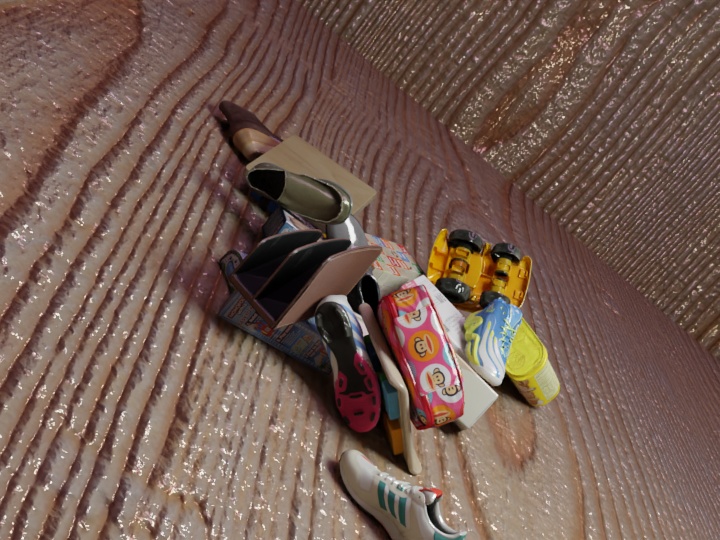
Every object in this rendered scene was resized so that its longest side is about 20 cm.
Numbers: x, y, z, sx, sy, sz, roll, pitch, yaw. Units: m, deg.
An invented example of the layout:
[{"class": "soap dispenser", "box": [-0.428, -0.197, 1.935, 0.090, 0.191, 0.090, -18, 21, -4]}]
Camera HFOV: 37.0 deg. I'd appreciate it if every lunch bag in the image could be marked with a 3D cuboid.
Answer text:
[{"class": "lunch bag", "box": [0.086, 0.128, 1.563, 0.176, 0.081, 0.202, 108, -37, -79]}]

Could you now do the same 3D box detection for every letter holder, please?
[{"class": "letter holder", "box": [-0.070, -0.013, 1.540, 0.101, 0.142, 0.200, 46, 21, 13]}]

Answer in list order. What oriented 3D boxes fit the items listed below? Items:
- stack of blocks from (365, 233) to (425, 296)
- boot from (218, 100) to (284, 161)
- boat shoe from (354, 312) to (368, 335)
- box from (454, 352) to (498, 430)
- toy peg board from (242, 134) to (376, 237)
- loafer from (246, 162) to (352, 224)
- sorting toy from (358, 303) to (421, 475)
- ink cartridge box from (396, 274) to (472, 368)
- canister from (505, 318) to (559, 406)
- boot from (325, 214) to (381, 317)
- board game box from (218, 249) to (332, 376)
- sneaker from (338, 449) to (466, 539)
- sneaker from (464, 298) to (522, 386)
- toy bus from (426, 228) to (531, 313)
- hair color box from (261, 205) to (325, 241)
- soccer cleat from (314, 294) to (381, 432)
[{"class": "stack of blocks", "box": [0.039, -0.006, 2.052, 0.199, 0.059, 0.116, 16, 32, -53]}, {"class": "boot", "box": [-0.180, -0.261, 2.146, 0.199, 0.072, 0.167, 17, 33, -44]}, {"class": "boat shoe", "box": [0.010, 0.130, 1.719, 0.199, 0.068, 0.072, 33, 58, 1]}, {"class": "box", "box": [0.129, 0.168, 1.785, 0.200, 0.078, 0.095, 45, -7, 6]}, {"class": "toy peg board", "box": [-0.105, -0.131, 1.994, 0.199, 0.098, 0.199, 35, 34, 7]}, {"class": "loafer", "box": [-0.108, -0.125, 1.780, 0.198, 0.076, 0.070, 18, 11, 20]}, {"class": "sorting toy", "box": [0.037, 0.175, 1.576, 0.186, 0.036, 0.202, -114, -171, -49]}, {"class": "ink cartridge box", "box": [0.139, 0.115, 1.950, 0.200, 0.085, 0.145, 45, 19, 9]}, {"class": "canister", "box": [0.311, 0.170, 2.078, 0.149, 0.086, 0.200, 54, 1, 32]}, {"class": "boot", "box": [0.000, 0.000, 1.781, 0.132, 0.069, 0.202, -143, -146, -78]}, {"class": "board game box", "box": [-0.133, 0.043, 1.609, 0.199, 0.062, 0.201, 26, 25, -41]}, {"class": "sneaker", "box": [0.059, 0.296, 1.395, 0.200, 0.094, 0.070, 50, 21, 20]}, {"class": "sneaker", "box": [0.233, 0.111, 1.861, 0.075, 0.105, 0.201, 35, 21, -21]}, {"class": "toy bus", "box": [0.226, 0.028, 2.154, 0.198, 0.137, 0.192, 16, -24, 3]}, {"class": "hair color box", "box": [-0.106, -0.047, 1.786, 0.100, 0.061, 0.200, 37, 6, -13]}, {"class": "soccer cleat", "box": [-0.010, 0.129, 1.548, 0.086, 0.069, 0.202, -44, 120, -72]}]
